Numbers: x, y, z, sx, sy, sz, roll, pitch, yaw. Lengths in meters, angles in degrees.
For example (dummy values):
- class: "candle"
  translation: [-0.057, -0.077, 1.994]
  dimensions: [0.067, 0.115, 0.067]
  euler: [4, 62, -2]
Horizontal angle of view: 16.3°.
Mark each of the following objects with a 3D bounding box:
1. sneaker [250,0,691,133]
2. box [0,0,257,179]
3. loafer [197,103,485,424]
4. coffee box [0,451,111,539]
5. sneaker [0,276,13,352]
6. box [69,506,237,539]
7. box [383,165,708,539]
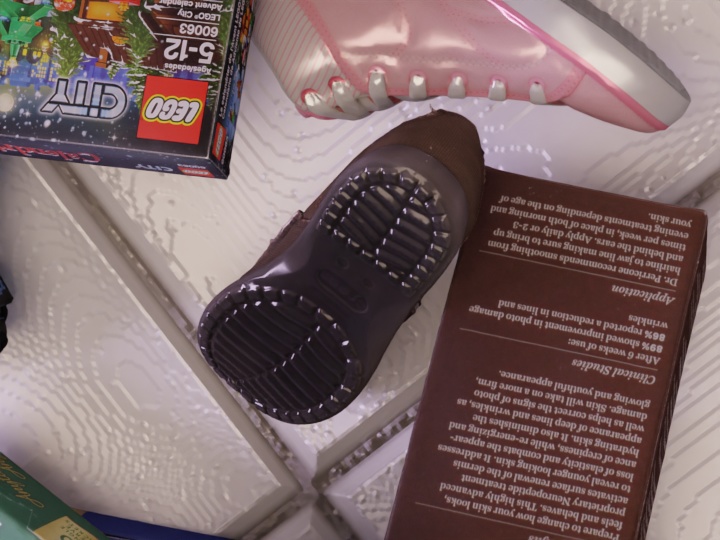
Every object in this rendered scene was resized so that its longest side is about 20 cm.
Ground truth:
- class: "sneaker"
  translation: [0.035, -0.090, 1.056]
  dimensions: [0.200, 0.075, 0.105]
  euler: [34, 101, 14]
- class: "box"
  translation: [-0.142, -0.118, 1.046]
  dimensions: [0.199, 0.038, 0.137]
  euler: [7, 79, 12]
- class: "loafer"
  translation: [0.000, 0.000, 1.062]
  dimensions: [0.073, 0.071, 0.200]
  euler: [44, 140, -4]
- class: "coffee box"
  translation: [-0.201, 0.174, 1.154]
  dimensions: [0.123, 0.044, 0.200]
  euler: [35, 112, 17]
- class: "sneaker"
  translation: [-0.178, -0.021, 1.118]
  dimensions: [0.200, 0.077, 0.111]
  euler: [-44, 85, 17]
- class: "box"
  translation: [-0.052, 0.185, 1.146]
  dimensions: [0.199, 0.032, 0.122]
  euler: [10, 102, 13]
- class: "box"
  translation: [0.075, 0.068, 1.032]
  dimensions: [0.100, 0.075, 0.201]
  euler: [12, 71, 11]
